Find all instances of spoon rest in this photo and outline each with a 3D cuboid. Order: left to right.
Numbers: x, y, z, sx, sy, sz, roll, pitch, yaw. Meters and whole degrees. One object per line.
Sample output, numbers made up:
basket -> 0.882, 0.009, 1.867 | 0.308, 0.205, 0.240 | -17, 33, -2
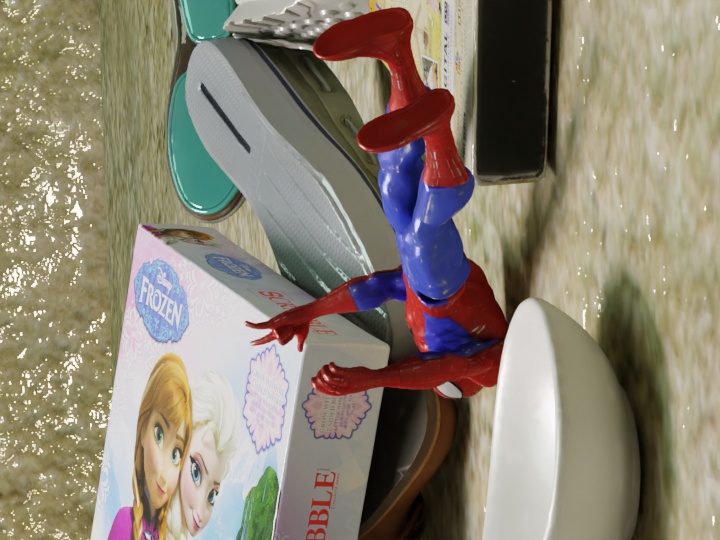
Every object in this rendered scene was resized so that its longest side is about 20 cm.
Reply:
spoon rest -> 0.056, 0.109, 0.904 | 0.099, 0.060, 0.201 | 161, 106, -80

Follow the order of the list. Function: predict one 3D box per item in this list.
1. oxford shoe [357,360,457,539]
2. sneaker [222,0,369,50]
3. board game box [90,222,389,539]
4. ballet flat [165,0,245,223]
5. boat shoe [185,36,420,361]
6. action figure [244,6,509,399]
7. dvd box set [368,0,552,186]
oxford shoe -> 0.002, 0.097, 1.241 | 0.200, 0.071, 0.072 | 129, 139, -53
sneaker -> -0.023, -0.141, 1.302 | 0.200, 0.076, 0.081 | -164, 83, -78
board game box -> -0.060, 0.100, 1.244 | 0.200, 0.041, 0.201 | 30, 114, 62
ballet flat -> -0.080, -0.126, 1.721 | 0.064, 0.067, 0.201 | 18, -113, -71
boat shoe -> -0.011, -0.038, 1.257 | 0.200, 0.062, 0.072 | 58, 146, 36
action figure -> 0.000, 0.000, 1.016 | 0.200, 0.099, 0.065 | 67, 180, -56
dvd box set -> 0.034, -0.128, 1.059 | 0.200, 0.029, 0.147 | -121, 30, -70
